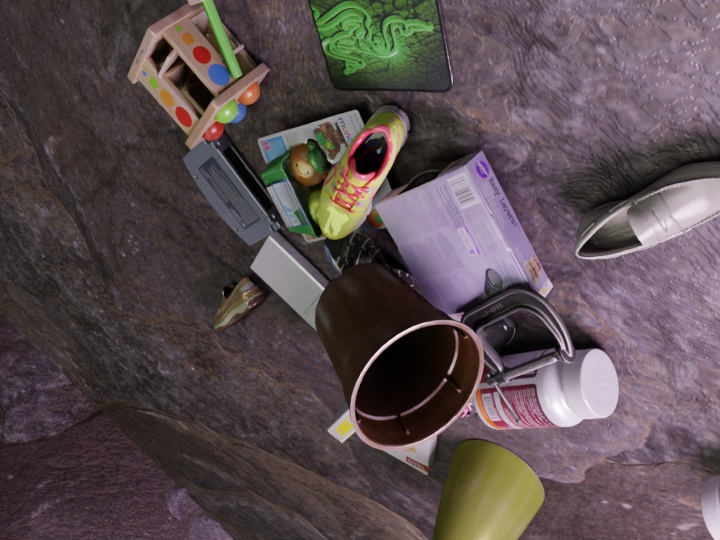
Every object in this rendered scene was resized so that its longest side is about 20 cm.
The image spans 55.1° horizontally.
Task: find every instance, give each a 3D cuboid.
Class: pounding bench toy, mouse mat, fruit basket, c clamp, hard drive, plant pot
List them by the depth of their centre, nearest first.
[{"bbox_3d":[0.020,-0.299,0.859,0.196,0.008,0.164,13,134,37],"label":"mouse mat"},{"bbox_3d":[0.212,0.106,0.912,0.172,0.027,0.200,49,146,5],"label":"c clamp"},{"bbox_3d":[0.035,0.103,0.956,0.199,0.197,0.204,48,159,50],"label":"plant pot"},{"bbox_3d":[-0.214,-0.296,0.984,0.157,0.125,0.199,48,144,-8],"label":"pounding bench toy"},{"bbox_3d":[-0.048,-0.128,1.023,0.196,0.094,0.188,-2,124,40],"label":"fruit basket"},{"bbox_3d":[0.213,0.453,1.261,0.184,0.201,0.190,25,141,22],"label":"plant pot"},{"bbox_3d":[-0.113,0.029,1.296,0.200,0.026,0.132,44,144,0],"label":"hard drive"}]

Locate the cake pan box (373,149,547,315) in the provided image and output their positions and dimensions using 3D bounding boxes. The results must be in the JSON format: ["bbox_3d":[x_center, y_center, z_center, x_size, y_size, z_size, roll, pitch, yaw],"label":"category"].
[{"bbox_3d":[0.127,-0.042,0.917,0.182,0.052,0.203,-20,105,50],"label":"cake pan box"}]

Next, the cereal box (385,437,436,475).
[{"bbox_3d":[0.085,0.313,1.379,0.141,0.040,0.203,24,140,25],"label":"cereal box"}]

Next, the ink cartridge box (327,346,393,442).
[{"bbox_3d":[0.035,0.172,1.152,0.047,0.199,0.200,38,145,-1],"label":"ink cartridge box"}]

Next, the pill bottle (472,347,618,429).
[{"bbox_3d":[0.266,0.173,1.007,0.198,0.110,0.111,-18,114,51],"label":"pill bottle"}]

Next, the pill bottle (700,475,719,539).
[{"bbox_3d":[0.541,0.294,0.863,0.113,0.114,0.200,45,144,-4],"label":"pill bottle"}]

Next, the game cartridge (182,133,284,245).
[{"bbox_3d":[-0.228,-0.143,1.227,0.202,0.042,0.132,54,147,-14],"label":"game cartridge"}]

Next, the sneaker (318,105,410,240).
[{"bbox_3d":[-0.007,-0.125,0.920,0.077,0.091,0.203,28,113,0],"label":"sneaker"}]

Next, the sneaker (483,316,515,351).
[{"bbox_3d":[0.162,0.128,1.079,0.076,0.088,0.200,45,143,-4],"label":"sneaker"}]

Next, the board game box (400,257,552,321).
[{"bbox_3d":[0.160,0.001,0.989,0.198,0.034,0.136,-25,101,52],"label":"board game box"}]

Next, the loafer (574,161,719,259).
[{"bbox_3d":[0.322,-0.057,0.757,0.070,0.070,0.199,48,144,-9],"label":"loafer"}]

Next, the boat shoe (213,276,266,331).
[{"bbox_3d":[-0.265,0.066,1.456,0.199,0.071,0.077,-34,87,46],"label":"boat shoe"}]

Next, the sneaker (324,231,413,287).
[{"bbox_3d":[0.000,0.000,1.077,0.088,0.080,0.200,16,163,42],"label":"sneaker"}]

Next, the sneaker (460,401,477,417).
[{"bbox_3d":[0.146,0.225,1.165,0.194,0.097,0.080,13,137,6],"label":"sneaker"}]
